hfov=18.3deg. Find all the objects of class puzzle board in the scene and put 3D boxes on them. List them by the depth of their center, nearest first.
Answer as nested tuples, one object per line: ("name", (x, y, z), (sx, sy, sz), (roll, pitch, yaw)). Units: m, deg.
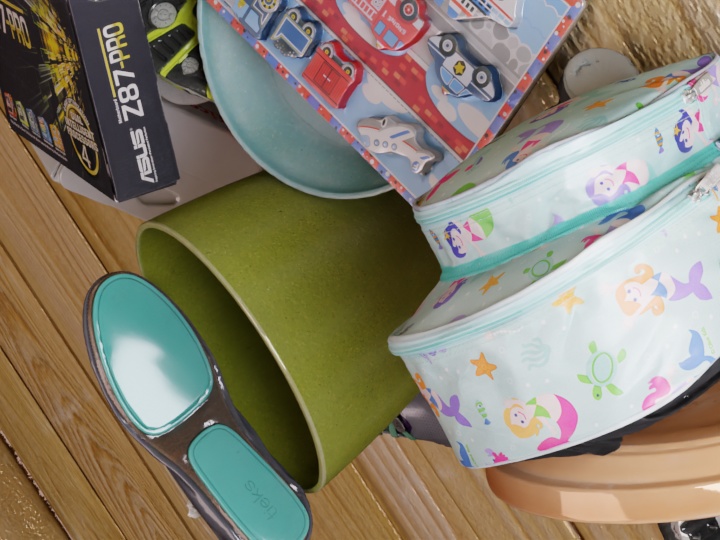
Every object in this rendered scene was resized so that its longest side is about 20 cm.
("puzzle board", (0.012, -0.146, 1.205), (0.200, 0.017, 0.151), (45, 119, 22))

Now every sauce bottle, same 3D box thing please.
("sauce bottle", (0.113, -0.047, 1.194), (0.065, 0.065, 0.200), (50, 161, 18))

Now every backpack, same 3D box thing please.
("backpack", (0.110, 0.001, 1.029), (0.177, 0.200, 0.151), (-21, 106, 48))

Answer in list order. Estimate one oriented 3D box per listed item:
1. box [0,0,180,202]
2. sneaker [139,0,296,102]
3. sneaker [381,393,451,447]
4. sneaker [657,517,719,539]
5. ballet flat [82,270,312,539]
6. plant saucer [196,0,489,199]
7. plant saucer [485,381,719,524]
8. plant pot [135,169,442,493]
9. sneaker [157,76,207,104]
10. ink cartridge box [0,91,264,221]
("box", (-0.180, -0.144, 1.355), (0.200, 0.049, 0.162), (34, 137, 57))
("sneaker", (-0.050, -0.120, 1.345), (0.199, 0.076, 0.076), (17, 167, 6))
("sneaker", (0.013, 0.105, 1.638), (0.200, 0.087, 0.075), (23, 142, 59))
("sneaker", (0.177, 0.097, 1.273), (0.090, 0.066, 0.201), (20, 136, 64))
("ballet flat", (-0.102, 0.092, 1.324), (0.200, 0.073, 0.073), (54, 161, 1))
("plant saucer", (-0.004, -0.141, 1.248), (0.199, 0.036, 0.201), (5, 98, 35))
("plant saucer", (0.157, 0.073, 1.084), (0.200, 0.199, 0.033), (14, 116, 63))
("plant pot", (0.000, 0.000, 1.335), (0.187, 0.200, 0.187), (48, 160, 24))
("sneaker", (-0.115, -0.207, 1.387), (0.089, 0.075, 0.201), (-93, 3, -52))
("ink cartridge box", (-0.166, -0.118, 1.572), (0.145, 0.083, 0.200), (22, -162, -35))
